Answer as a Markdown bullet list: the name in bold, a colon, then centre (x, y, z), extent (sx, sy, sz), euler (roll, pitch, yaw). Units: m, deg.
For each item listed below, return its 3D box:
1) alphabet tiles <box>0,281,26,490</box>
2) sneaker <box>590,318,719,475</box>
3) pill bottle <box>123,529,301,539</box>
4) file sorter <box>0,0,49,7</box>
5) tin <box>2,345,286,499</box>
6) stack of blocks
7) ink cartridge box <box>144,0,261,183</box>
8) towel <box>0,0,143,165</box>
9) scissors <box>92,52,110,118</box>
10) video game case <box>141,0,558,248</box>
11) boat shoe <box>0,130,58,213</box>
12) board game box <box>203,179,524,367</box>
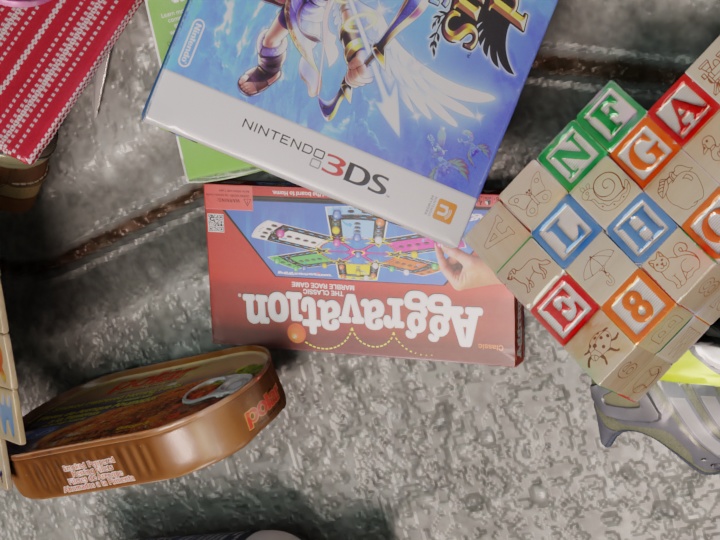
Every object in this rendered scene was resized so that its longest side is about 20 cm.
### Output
- **alphabet tiles**: centre (-0.251, 0.032, 1.032), extent (0.166, 0.006, 0.200), euler (6, 106, 56)
- **sneaker**: centre (0.216, 0.072, 0.906), extent (0.200, 0.074, 0.081), euler (11, 113, 28)
- **pill bottle**: centre (-0.082, 0.222, 1.034), extent (0.200, 0.120, 0.120), euler (-9, 98, 24)
- **file sorter**: centre (-0.192, -0.267, 0.923), extent (0.139, 0.125, 0.200), euler (29, 131, 19)
- **tin**: centre (-0.135, 0.093, 1.026), extent (0.200, 0.112, 0.042), euler (-13, 112, 34)
- **stack of blocks**: centre (0.165, -0.045, 0.866), extent (0.200, 0.059, 0.115), euler (-47, 60, 11)
- **ink cartridge box**: centre (-0.074, -0.158, 0.952), extent (0.059, 0.104, 0.200), euler (-9, 98, 24)
- **towel**: centre (-0.239, -0.165, 1.030), extent (0.200, 0.022, 0.145), euler (29, 83, 19)
- **scissors**: centre (-0.145, -0.193, 1.024), extent (0.073, 0.014, 0.200), euler (2, 102, 23)
- **video game case**: centre (0.005, -0.137, 0.884), extent (0.181, 0.045, 0.200), euler (22, 92, -11)
- **boat shoe**: centre (-0.286, -0.097, 1.076), extent (0.200, 0.076, 0.074), euler (29, 128, 19)
- **board game box**: centre (0.000, 0.000, 1.003), extent (0.200, 0.019, 0.103), euler (3, 104, 23)
